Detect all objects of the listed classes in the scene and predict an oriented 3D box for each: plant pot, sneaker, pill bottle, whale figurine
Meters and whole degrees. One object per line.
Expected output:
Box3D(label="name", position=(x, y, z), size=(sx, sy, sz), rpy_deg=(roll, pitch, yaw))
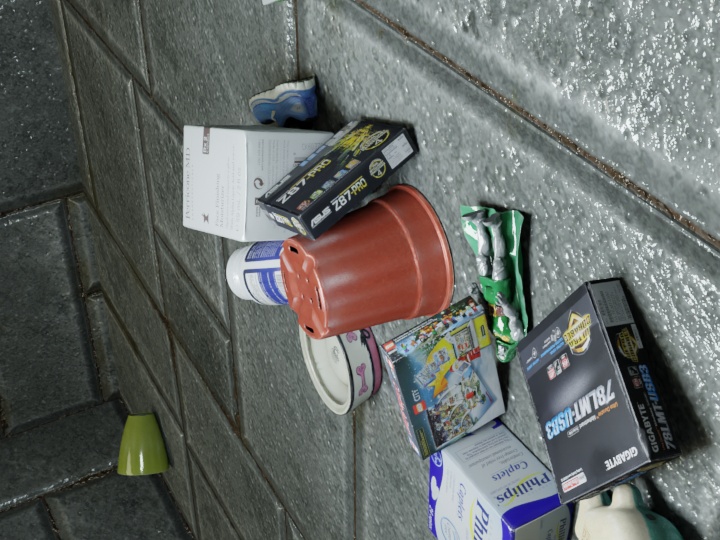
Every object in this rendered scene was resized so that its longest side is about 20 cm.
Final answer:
Box3D(label="plant pot", position=(0.000, 0.000, 1.474), size=(0.201, 0.193, 0.203), rpy_deg=(46, 146, 44))
Box3D(label="sneaker", position=(-0.128, -0.262, 1.722), size=(0.199, 0.078, 0.091), rpy_deg=(-1, 103, 66))
Box3D(label="plant pot", position=(-0.784, 0.618, 3.706), size=(0.187, 0.185, 0.203), rpy_deg=(177, 91, -66))
Box3D(label="pill bottle", position=(-0.135, 0.001, 1.759), size=(0.198, 0.115, 0.117), rpy_deg=(-3, 105, 46))
Box3D(label="whale figurine", position=(0.305, 0.317, 1.168), size=(0.200, 0.102, 0.162), rpy_deg=(-113, 30, -77))

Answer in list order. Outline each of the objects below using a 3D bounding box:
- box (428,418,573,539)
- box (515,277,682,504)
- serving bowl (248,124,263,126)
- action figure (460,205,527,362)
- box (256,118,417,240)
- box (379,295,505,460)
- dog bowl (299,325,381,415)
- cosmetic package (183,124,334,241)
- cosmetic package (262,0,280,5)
Box3D(label="box", position=(0.185, 0.333, 1.410), size=(0.200, 0.104, 0.186), rpy_deg=(44, 144, 47))
Box3D(label="box", position=(0.256, 0.139, 1.146), size=(0.200, 0.049, 0.201), rpy_deg=(124, 137, -61))
Box3D(label="serving bowl", position=(-0.156, -0.160, 1.816), size=(0.200, 0.065, 0.203), rpy_deg=(36, 132, 53))
Box3D(label="action figure", position=(0.172, 0.023, 1.292), size=(0.118, 0.054, 0.203), rpy_deg=(21, 129, 58))
Box3D(label="box", position=(-0.035, -0.132, 1.458), size=(0.049, 0.200, 0.161), rpy_deg=(55, 166, -24))
Box3D(label="box", position=(0.111, 0.143, 1.342), size=(0.038, 0.135, 0.202), rpy_deg=(51, 163, 47))
Box3D(label="dog bowl", position=(-0.033, 0.146, 1.803), size=(0.200, 0.073, 0.202), rpy_deg=(46, 145, 47))
Box3D(label="cosmetic package", position=(-0.162, -0.141, 1.606), size=(0.199, 0.163, 0.168), rpy_deg=(13, 103, 52))
Box3D(label="cosmetic package", position=(-0.066, -0.433, 1.431), size=(0.199, 0.106, 0.086), rpy_deg=(15, 120, 64))
